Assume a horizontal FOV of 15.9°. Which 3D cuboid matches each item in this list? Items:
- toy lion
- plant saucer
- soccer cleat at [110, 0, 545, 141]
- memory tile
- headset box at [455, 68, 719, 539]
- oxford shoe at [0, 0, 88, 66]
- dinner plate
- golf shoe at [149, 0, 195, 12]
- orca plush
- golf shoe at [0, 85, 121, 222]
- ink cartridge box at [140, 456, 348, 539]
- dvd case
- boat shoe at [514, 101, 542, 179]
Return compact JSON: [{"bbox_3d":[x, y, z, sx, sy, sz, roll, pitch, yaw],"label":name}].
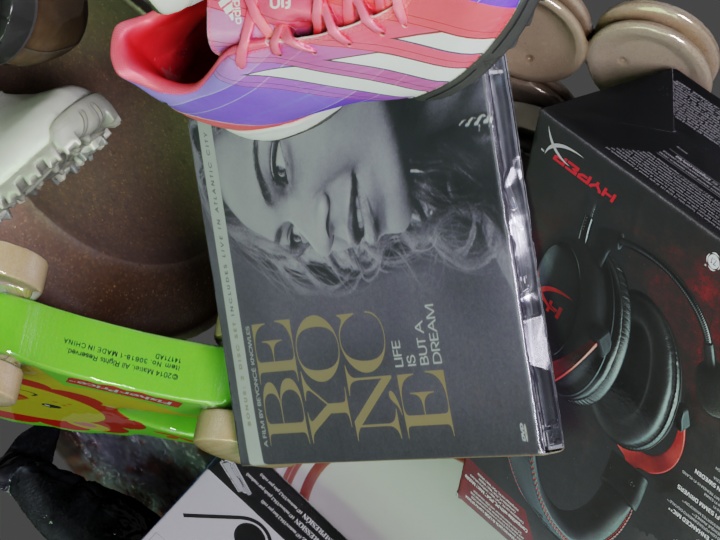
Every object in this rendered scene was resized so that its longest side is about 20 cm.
[{"bbox_3d":[-0.131,0.047,1.173,0.199,0.069,0.192,13,166,-9],"label":"toy lion"},{"bbox_3d":[-0.123,-0.059,1.172,0.199,0.037,0.201,18,129,23],"label":"plant saucer"},{"bbox_3d":[-0.012,-0.093,0.933,0.199,0.073,0.069,-16,69,50],"label":"soccer cleat"},{"bbox_3d":[0.041,-0.070,1.023,0.199,0.017,0.154,16,145,14],"label":"memory tile"},{"bbox_3d":[0.120,0.052,0.944,0.149,0.075,0.201,40,133,36],"label":"headset box"},{"bbox_3d":[-0.170,-0.174,1.084,0.072,0.084,0.201,-27,77,31],"label":"oxford shoe"},{"bbox_3d":[0.035,0.144,1.218,0.199,0.024,0.201,18,130,23],"label":"dinner plate"},{"bbox_3d":[-0.044,-0.154,0.913,0.078,0.200,0.097,44,110,-12],"label":"golf shoe"},{"bbox_3d":[-0.091,0.134,1.269,0.200,0.105,0.071,45,109,26],"label":"orca plush"},{"bbox_3d":[-0.193,-0.059,1.148,0.199,0.078,0.098,-19,103,41],"label":"golf shoe"},{"bbox_3d":[-0.018,0.180,1.199,0.200,0.094,0.044,43,135,0],"label":"ink cartridge box"},{"bbox_3d":[0.000,0.000,1.002,0.199,0.016,0.150,-8,91,55],"label":"dvd case"},{"bbox_3d":[0.073,0.024,1.052,0.071,0.061,0.202,4,138,26],"label":"boat shoe"}]
